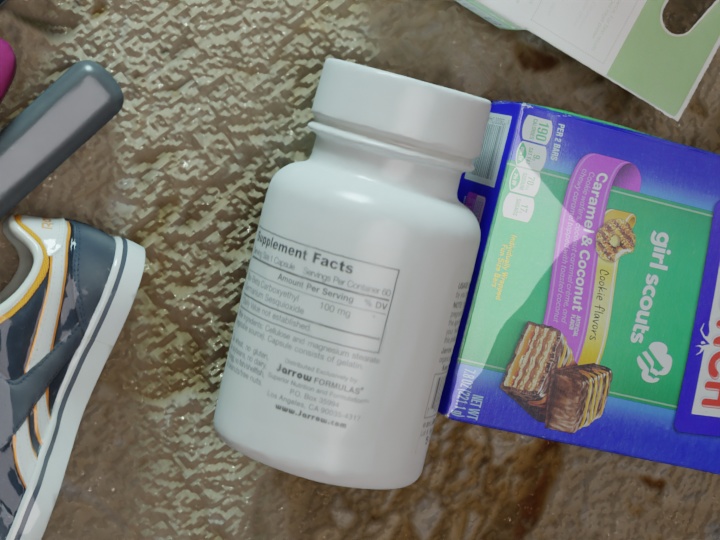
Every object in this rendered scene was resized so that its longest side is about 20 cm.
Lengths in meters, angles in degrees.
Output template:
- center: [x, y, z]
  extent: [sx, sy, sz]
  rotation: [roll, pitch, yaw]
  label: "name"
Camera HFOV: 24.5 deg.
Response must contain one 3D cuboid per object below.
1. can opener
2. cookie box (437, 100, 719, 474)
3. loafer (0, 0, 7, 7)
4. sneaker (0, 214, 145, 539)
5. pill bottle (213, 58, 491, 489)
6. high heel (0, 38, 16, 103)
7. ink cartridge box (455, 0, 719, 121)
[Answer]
- center: [-0.206, -0.039, 0.826]
  extent: [0.199, 0.053, 0.067]
  rotation: [-38, 104, -5]
  label: "can opener"
- center: [0.146, 0.012, 0.910]
  extent: [0.198, 0.075, 0.173]
  rotation: [12, 95, -16]
  label: "cookie box"
- center: [-0.235, -0.133, 0.798]
  extent: [0.199, 0.063, 0.072]
  rotation: [-28, 104, -8]
  label: "loafer"
- center: [-0.181, 0.068, 0.839]
  extent: [0.079, 0.078, 0.202]
  rotation: [22, 83, -21]
  label: "sneaker"
- center: [0.000, 0.000, 0.852]
  extent: [0.113, 0.114, 0.202]
  rotation: [13, 96, -15]
  label: "pill bottle"
- center: [-0.262, -0.070, 0.779]
  extent: [0.199, 0.068, 0.096]
  rotation: [-33, 146, -3]
  label: "high heel"
- center: [0.115, -0.191, 0.883]
  extent: [0.199, 0.048, 0.146]
  rotation: [28, 92, -17]
  label: "ink cartridge box"
